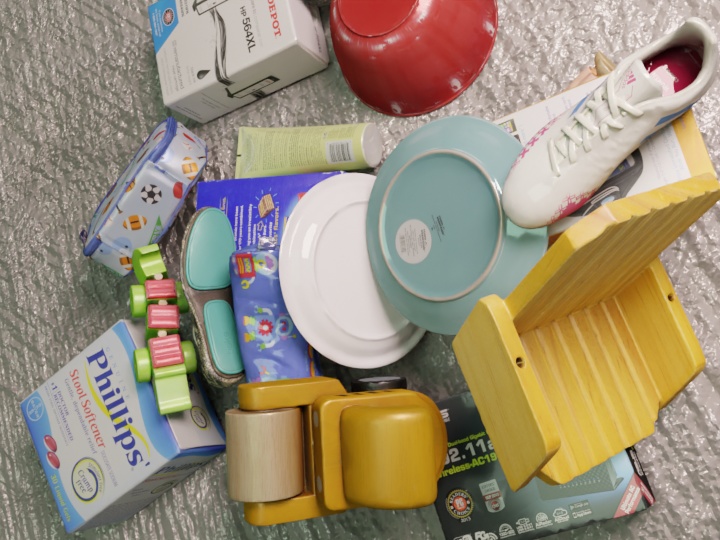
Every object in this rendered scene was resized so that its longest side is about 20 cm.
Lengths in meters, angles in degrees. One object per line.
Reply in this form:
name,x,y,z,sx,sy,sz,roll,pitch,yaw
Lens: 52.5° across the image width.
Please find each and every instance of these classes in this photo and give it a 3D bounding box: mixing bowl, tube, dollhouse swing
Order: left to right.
tube,-0.070,-0.144,0.876,0.199,0.052,0.058,0,42,29
mixing bowl,0.042,-0.282,0.804,0.199,0.108,0.201,-3,83,25
dollhouse swing,0.210,0.051,0.571,0.176,0.199,0.182,-37,72,57

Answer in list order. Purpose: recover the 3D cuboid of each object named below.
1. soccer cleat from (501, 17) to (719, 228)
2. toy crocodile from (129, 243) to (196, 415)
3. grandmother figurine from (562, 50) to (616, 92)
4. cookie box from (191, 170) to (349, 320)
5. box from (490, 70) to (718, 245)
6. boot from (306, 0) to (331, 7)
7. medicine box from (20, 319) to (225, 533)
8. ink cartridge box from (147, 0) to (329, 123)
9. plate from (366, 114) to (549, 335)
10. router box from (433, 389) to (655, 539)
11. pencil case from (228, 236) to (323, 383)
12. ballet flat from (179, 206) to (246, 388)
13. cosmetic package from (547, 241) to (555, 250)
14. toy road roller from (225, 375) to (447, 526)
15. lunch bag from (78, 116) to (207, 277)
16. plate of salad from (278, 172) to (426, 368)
soccer cleat,0.185,-0.115,0.559,0.200,0.086,0.070,-42,72,6
toy crocodile,-0.227,0.066,0.836,0.062,0.067,0.201,125,137,-58
grandmother figurine,0.175,-0.125,0.729,0.061,0.121,0.200,46,120,-3
cookie box,-0.095,-0.023,0.851,0.199,0.075,0.172,0,87,25
box,0.188,-0.094,0.636,0.199,0.041,0.120,-20,75,24
boot,-0.034,-0.415,0.828,0.068,0.131,0.200,25,80,39
medicine box,-0.294,0.190,0.905,0.200,0.103,0.183,-37,69,18
ink cartridge box,-0.154,-0.294,0.912,0.199,0.084,0.147,-19,75,23
plate,0.075,-0.040,0.662,0.200,0.026,0.201,2,93,40
router box,0.160,0.179,0.710,0.199,0.062,0.150,-25,72,21
pencil case,-0.083,0.065,0.758,0.086,0.078,0.201,-8,91,17
ballet flat,-0.169,0.033,0.808,0.075,0.068,0.201,-31,66,53
cosmetic package,0.177,-0.035,0.710,0.200,0.103,0.087,-36,69,15
toy road roller,-0.015,0.161,0.660,0.146,0.199,0.124,168,100,-69
lunch bag,-0.274,-0.094,0.919,0.200,0.075,0.160,-49,26,10
plate of salad,0.000,0.000,0.755,0.048,0.199,0.201,-9,78,56
